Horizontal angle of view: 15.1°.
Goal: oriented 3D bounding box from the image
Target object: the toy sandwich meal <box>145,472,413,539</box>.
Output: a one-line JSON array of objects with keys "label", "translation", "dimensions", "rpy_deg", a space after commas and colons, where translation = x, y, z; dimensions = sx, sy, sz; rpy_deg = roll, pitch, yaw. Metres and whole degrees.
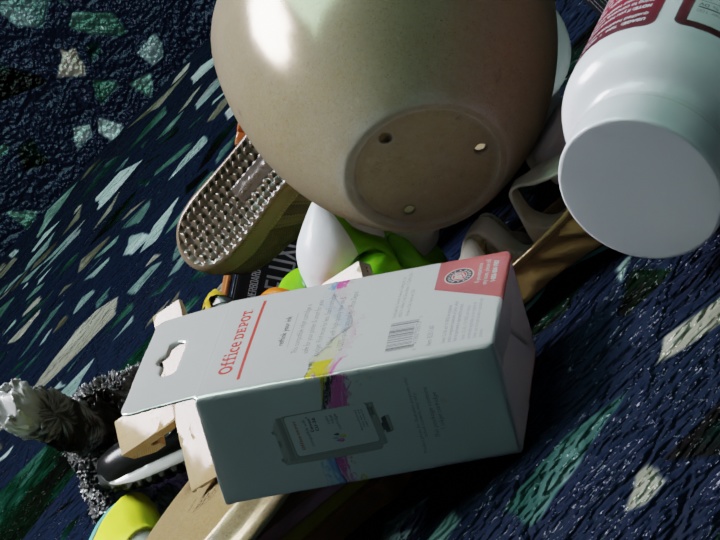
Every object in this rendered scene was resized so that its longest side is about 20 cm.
[{"label": "toy sandwich meal", "translation": [-0.054, 0.141, 1.525], "dimensions": [0.205, 0.070, 0.205], "rpy_deg": [-48, 10, 11]}]

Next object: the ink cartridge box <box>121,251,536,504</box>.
[{"label": "ink cartridge box", "translation": [-0.015, 0.059, 1.422], "dimensions": [0.200, 0.068, 0.116], "rpy_deg": [-10, 23, 13]}]

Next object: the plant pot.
[{"label": "plant pot", "translation": [0.024, -0.100, 1.516], "dimensions": [0.200, 0.200, 0.135], "rpy_deg": [-42, 37, 23]}]

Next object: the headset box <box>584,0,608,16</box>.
[{"label": "headset box", "translation": [0.227, -0.256, 1.733], "dimensions": [0.174, 0.093, 0.200], "rpy_deg": [-51, 13, -17]}]

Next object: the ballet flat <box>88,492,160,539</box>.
[{"label": "ballet flat", "translation": [-0.145, 0.213, 1.645], "dimensions": [0.067, 0.067, 0.200], "rpy_deg": [-12, 35, 34]}]

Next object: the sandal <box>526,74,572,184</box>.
[{"label": "sandal", "translation": [0.135, -0.083, 1.617], "dimensions": [0.082, 0.050, 0.203], "rpy_deg": [-60, -3, 14]}]

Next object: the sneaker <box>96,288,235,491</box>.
[{"label": "sneaker", "translation": [-0.090, 0.063, 1.717], "dimensions": [0.200, 0.090, 0.070], "rpy_deg": [-30, -5, -2]}]

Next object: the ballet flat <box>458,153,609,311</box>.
[{"label": "ballet flat", "translation": [0.096, -0.020, 1.513], "dimensions": [0.200, 0.063, 0.069], "rpy_deg": [-39, 15, 36]}]

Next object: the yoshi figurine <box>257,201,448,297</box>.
[{"label": "yoshi figurine", "translation": [0.009, 0.013, 1.635], "dimensions": [0.112, 0.112, 0.200], "rpy_deg": [-60, -5, 34]}]

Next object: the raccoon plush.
[{"label": "raccoon plush", "translation": [-0.189, 0.119, 1.814], "dimensions": [0.134, 0.200, 0.097], "rpy_deg": [-37, 42, 37]}]

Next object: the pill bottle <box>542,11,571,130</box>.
[{"label": "pill bottle", "translation": [0.062, -0.109, 1.727], "dimensions": [0.109, 0.109, 0.200], "rpy_deg": [-53, 3, -23]}]

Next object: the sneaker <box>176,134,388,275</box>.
[{"label": "sneaker", "translation": [-0.029, -0.073, 1.682], "dimensions": [0.200, 0.070, 0.076], "rpy_deg": [-40, -19, 18]}]

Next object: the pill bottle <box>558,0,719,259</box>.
[{"label": "pill bottle", "translation": [0.169, -0.098, 1.390], "dimensions": [0.113, 0.113, 0.200], "rpy_deg": [-37, 16, 41]}]

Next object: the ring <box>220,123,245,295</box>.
[{"label": "ring", "translation": [-0.091, -0.027, 1.880], "dimensions": [0.200, 0.019, 0.201], "rpy_deg": [-169, 90, -88]}]

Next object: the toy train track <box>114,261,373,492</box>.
[{"label": "toy train track", "translation": [-0.060, 0.054, 1.538], "dimensions": [0.200, 0.033, 0.115], "rpy_deg": [-34, 57, 32]}]

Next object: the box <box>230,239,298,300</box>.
[{"label": "box", "translation": [-0.056, -0.022, 1.855], "dimensions": [0.158, 0.050, 0.200], "rpy_deg": [-88, 10, -71]}]
